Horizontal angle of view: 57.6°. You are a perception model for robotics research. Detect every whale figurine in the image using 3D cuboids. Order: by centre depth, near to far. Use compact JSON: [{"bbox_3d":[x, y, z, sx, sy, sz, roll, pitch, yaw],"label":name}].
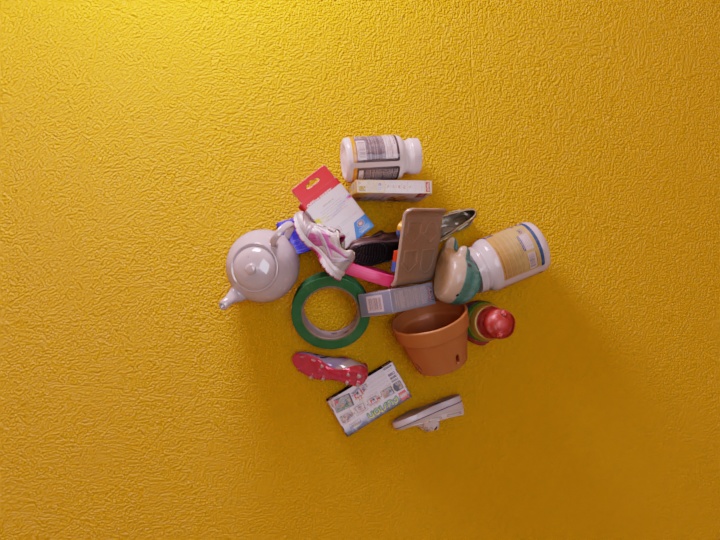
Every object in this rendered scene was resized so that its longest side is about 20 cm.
[{"bbox_3d":[0.252,0.002,1.698,0.104,0.200,0.159,17,126,-14],"label":"whale figurine"}]

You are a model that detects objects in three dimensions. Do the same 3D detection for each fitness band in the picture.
[{"bbox_3d":[0.000,0.000,1.669,0.200,0.144,0.037,17,92,2],"label":"fitness band"}]

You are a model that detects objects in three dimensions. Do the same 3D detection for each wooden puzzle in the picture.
[{"bbox_3d":[0.139,-0.063,1.649,0.046,0.185,0.200,20,106,34],"label":"wooden puzzle"}]

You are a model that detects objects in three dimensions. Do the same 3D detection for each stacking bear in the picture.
[{"bbox_3d":[0.333,0.135,1.696,0.114,0.200,0.122,17,85,-12],"label":"stacking bear"}]

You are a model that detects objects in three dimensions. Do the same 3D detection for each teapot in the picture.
[{"bbox_3d":[-0.247,-0.012,1.609,0.197,0.146,0.200,-5,91,7],"label":"teapot"}]

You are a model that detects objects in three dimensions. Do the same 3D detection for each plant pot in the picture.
[{"bbox_3d":[0.192,0.178,1.689,0.200,0.200,0.140,-20,109,-10],"label":"plant pot"}]

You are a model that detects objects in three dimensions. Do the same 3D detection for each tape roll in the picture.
[{"bbox_3d":[-0.075,0.102,1.669,0.200,0.048,0.201,-1,109,-3],"label":"tape roll"}]

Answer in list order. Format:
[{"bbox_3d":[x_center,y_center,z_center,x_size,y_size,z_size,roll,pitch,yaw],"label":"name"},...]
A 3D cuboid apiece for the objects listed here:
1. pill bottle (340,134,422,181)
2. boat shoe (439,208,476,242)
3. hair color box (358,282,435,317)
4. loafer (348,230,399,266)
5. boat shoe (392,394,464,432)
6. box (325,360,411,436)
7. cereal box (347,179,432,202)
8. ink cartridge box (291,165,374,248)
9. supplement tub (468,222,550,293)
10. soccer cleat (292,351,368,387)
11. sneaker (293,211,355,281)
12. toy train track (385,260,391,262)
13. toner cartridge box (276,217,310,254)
[{"bbox_3d":[0.053,-0.294,1.711,0.200,0.116,0.117,-5,88,-11],"label":"pill bottle"},{"bbox_3d":[0.217,-0.116,1.746,0.200,0.063,0.073,-20,81,-16],"label":"boat shoe"},{"bbox_3d":[0.095,0.073,1.657,0.200,0.099,0.061,-6,87,-53],"label":"hair color box"},{"bbox_3d":[0.048,-0.062,1.673,0.200,0.071,0.073,-6,125,-34],"label":"loafer"},{"bbox_3d":[0.183,0.392,1.731,0.200,0.071,0.070,-18,88,-17],"label":"boat shoe"},{"bbox_3d":[0.022,0.335,1.719,0.200,0.035,0.110,-29,93,-10],"label":"box"},{"bbox_3d":[0.073,-0.205,1.696,0.200,0.144,0.040,0,87,-9],"label":"cereal box"},{"bbox_3d":[-0.075,-0.152,1.662,0.116,0.067,0.200,-39,94,-10],"label":"ink cartridge box"},{"bbox_3d":[0.384,-0.032,1.742,0.200,0.145,0.145,-21,91,-10],"label":"supplement tub"},{"bbox_3d":[-0.077,0.248,1.699,0.200,0.076,0.067,14,115,6],"label":"soccer cleat"},{"bbox_3d":[-0.084,-0.073,1.588,0.088,0.081,0.200,-40,79,4],"label":"sneaker"},{"bbox_3d":[0.104,-0.041,1.742,0.200,0.033,0.115,-11,76,-22],"label":"toy train track"},{"bbox_3d":[-0.111,-0.106,1.710,0.200,0.043,0.095,-17,92,-10],"label":"toner cartridge box"}]
